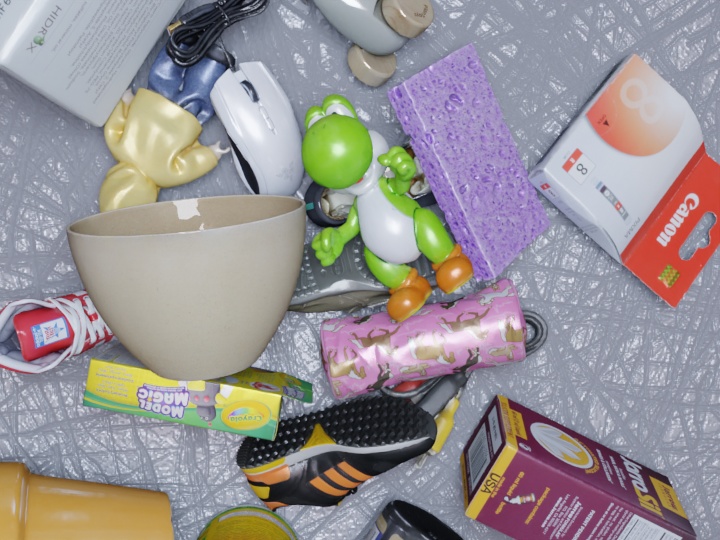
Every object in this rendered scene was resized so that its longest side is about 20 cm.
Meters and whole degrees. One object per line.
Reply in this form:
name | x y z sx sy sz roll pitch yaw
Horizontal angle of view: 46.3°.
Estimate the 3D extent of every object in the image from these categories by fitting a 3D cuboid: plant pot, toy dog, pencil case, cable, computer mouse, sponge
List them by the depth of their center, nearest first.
plant pot | -0.141 0.016 0.726 0.198 0.200 0.136 -5 103 -3
plant pot | -0.266 0.272 0.764 0.181 0.200 0.202 0 91 -19
computer mouse | -0.098 -0.156 0.790 0.109 0.044 0.201 -35 116 -23
toy dog | -0.014 -0.276 0.799 0.131 0.097 0.200 -17 128 33
pencil case | 0.057 0.066 0.801 0.198 0.087 0.083 -13 65 1
sponge | 0.108 -0.103 0.804 0.111 0.030 0.201 -36 104 -38
cable | 0.095 0.100 0.856 0.200 0.050 0.097 -41 76 -14

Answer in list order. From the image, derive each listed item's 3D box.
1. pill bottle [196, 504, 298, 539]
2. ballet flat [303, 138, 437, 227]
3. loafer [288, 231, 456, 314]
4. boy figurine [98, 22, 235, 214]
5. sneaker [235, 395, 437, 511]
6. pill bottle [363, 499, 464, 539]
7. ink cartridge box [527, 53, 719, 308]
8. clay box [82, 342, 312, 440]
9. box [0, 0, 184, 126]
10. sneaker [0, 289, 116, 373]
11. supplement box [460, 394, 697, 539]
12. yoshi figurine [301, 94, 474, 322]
pill bottle | -0.108 0.293 0.757 0.110 0.200 0.112 0 91 -3
ballet flat | 0.040 -0.091 0.823 0.198 0.073 0.074 -20 92 -3
loafer | 0.000 0.000 0.826 0.198 0.070 0.076 -7 71 1
boy figurine | -0.188 -0.128 0.811 0.123 0.064 0.201 24 91 -4
sneaker | -0.016 0.185 0.817 0.198 0.070 0.091 -13 120 12
pill bottle | 0.021 0.335 0.810 0.111 0.112 0.201 33 90 -4
ink cartridge box | 0.288 -0.088 0.832 0.200 0.050 0.163 40 77 0
clay box | -0.145 0.114 0.793 0.198 0.115 0.048 12 92 -3
box | -0.279 -0.274 0.727 0.198 0.171 0.201 34 89 13
sneaker | -0.250 0.041 0.786 0.199 0.112 0.072 -24 91 -2
supplement box | 0.203 0.216 0.810 0.199 0.110 0.086 26 107 -4
yoshi figurine | 0.009 -0.056 0.721 0.112 0.112 0.201 -34 93 -20
